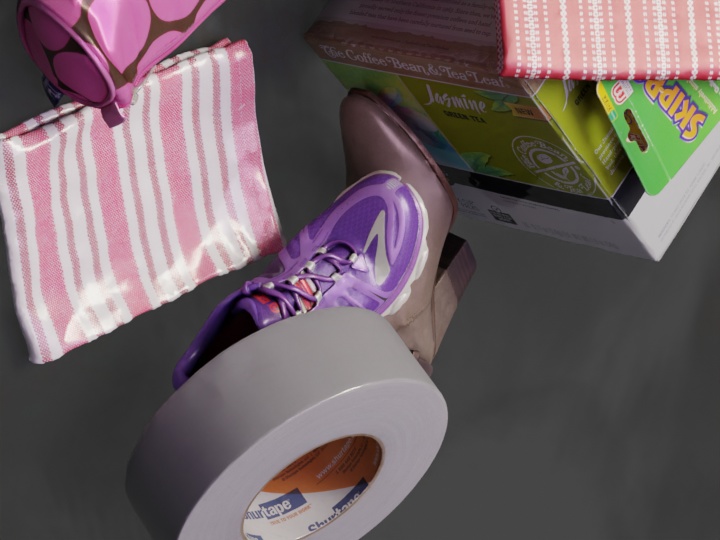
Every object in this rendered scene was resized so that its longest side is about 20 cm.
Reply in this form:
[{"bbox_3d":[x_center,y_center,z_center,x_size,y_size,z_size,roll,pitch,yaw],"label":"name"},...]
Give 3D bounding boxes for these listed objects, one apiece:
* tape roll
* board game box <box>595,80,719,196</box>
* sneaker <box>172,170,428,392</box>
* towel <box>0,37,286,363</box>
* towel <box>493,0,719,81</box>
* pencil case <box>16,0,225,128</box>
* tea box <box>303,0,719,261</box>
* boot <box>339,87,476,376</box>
[{"bbox_3d":[-0.045,0.114,1.656,0.200,0.066,0.201,-27,151,-17],"label":"tape roll"},{"bbox_3d":[0.211,-0.145,1.648,0.200,0.030,0.096,-50,127,-27],"label":"board game box"},{"bbox_3d":[-0.036,0.020,1.650,0.200,0.081,0.083,-47,165,-1],"label":"sneaker"},{"bbox_3d":[-0.134,-0.044,1.625,0.200,0.030,0.147,-27,117,-36],"label":"towel"},{"bbox_3d":[0.165,-0.184,1.588,0.199,0.022,0.145,-1,83,-24],"label":"towel"},{"bbox_3d":[-0.112,-0.179,1.573,0.094,0.091,0.200,47,66,-6],"label":"pencil case"},{"bbox_3d":[0.109,-0.128,1.712,0.134,0.200,0.197,-55,130,-18],"label":"tea box"},{"bbox_3d":[0.000,0.000,1.736,0.146,0.070,0.200,-48,128,-20],"label":"boot"}]
